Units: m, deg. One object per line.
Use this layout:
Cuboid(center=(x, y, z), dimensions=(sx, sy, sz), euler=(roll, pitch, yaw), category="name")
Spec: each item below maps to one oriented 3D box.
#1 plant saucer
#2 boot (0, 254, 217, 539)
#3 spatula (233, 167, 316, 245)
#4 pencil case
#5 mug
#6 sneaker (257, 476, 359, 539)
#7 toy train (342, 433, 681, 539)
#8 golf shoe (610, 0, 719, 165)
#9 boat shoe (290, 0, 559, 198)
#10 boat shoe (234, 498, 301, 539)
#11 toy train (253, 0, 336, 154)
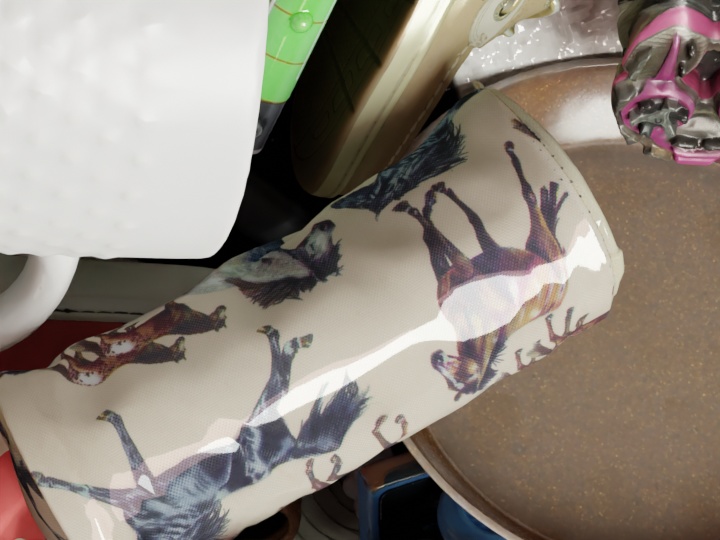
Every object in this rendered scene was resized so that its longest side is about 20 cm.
Cuboid(center=(0.095, 0.020, 0.846), dimensions=(0.199, 0.201, 0.035), euler=(-9, 150, -11), category="plant saucer")
Cuboid(center=(-0.088, 0.070, 0.840), dimensions=(0.199, 0.072, 0.145), euler=(3, 81, -10), category="boot")
Cuboid(center=(0.000, 0.000, 0.887), dimensions=(0.056, 0.021, 0.200), euler=(-43, 137, 14), category="spatula")
Cuboid(center=(-0.021, 0.023, 0.774), dimensions=(0.199, 0.090, 0.078), euler=(-30, 125, -4), category="pencil case")
Cuboid(center=(-0.130, -0.058, 0.739), dimensions=(0.174, 0.148, 0.201), euler=(2, 121, -14), category="mug")
Cuboid(center=(-0.043, 0.156, 0.972), dimensions=(0.075, 0.106, 0.201), euler=(31, 83, -9), category="sneaker")
Cuboid(center=(0.084, 0.068, 0.899), dimensions=(0.199, 0.114, 0.087), euler=(-18, 133, -16), category="toy train")
Cuboid(center=(0.111, -0.122, 0.774), dimensions=(0.072, 0.093, 0.200), euler=(4, 147, -5), category="golf shoe")
Cuboid(center=(0.042, -0.104, 0.810), dimensions=(0.065, 0.072, 0.201), euler=(19, 111, -26), category="boat shoe")
Cuboid(center=(-0.114, 0.089, 0.891), dimensions=(0.199, 0.074, 0.076), euler=(-16, 127, -6), category="boat shoe")
Cuboid(center=(-0.008, -0.121, 0.789), dimensions=(0.042, 0.056, 0.201), euler=(14, 118, -25), category="toy train")
